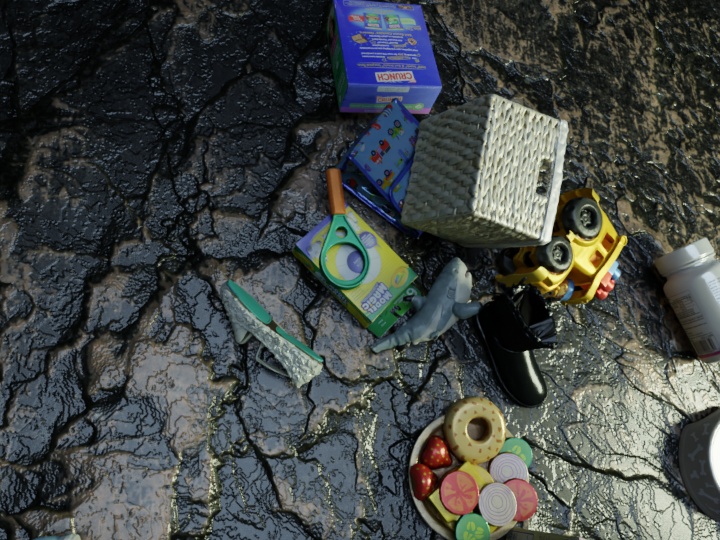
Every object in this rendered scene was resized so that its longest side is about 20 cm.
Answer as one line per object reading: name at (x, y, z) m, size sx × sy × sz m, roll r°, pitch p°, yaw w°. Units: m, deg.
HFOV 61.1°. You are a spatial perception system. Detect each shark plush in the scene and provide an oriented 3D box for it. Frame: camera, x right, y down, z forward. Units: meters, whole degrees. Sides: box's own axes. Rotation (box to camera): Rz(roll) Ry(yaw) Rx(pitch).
shark plush at (0.099, 0.067, 0.980) m, size 0.200 × 0.091 × 0.083 m, roll -34°, pitch 97°, yaw 2°

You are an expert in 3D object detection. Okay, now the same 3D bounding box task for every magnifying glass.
magnifying glass at (-0.032, -0.067, 0.963) m, size 0.079 × 0.022 × 0.201 m, roll -4°, pitch 72°, yaw -14°

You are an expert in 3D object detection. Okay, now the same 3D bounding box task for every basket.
basket at (0.189, -0.148, 0.961) m, size 0.160 × 0.200 × 0.199 m, roll 14°, pitch 83°, yaw -28°

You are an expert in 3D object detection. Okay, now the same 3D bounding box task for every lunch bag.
lunch bag at (0.074, -0.162, 1.044) m, size 0.200 × 0.094 × 0.151 m, roll 40°, pitch 66°, yaw -12°

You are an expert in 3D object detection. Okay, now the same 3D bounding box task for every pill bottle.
pill bottle at (0.613, 0.051, 1.077) m, size 0.113 × 0.113 × 0.201 m, roll -19°, pitch 78°, yaw -18°

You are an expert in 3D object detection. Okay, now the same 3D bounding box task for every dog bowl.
dog bowl at (0.640, 0.326, 1.025) m, size 0.199 × 0.059 × 0.201 m, roll 4°, pitch 71°, yaw -12°

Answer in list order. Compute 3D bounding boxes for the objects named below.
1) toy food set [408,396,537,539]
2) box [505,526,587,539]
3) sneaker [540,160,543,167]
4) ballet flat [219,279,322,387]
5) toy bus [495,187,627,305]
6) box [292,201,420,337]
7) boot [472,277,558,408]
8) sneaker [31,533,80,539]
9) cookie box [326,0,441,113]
toy food set at (0.171, 0.309, 0.920) m, size 0.200 × 0.049 × 0.198 m, roll -36°, pitch 82°, yaw -22°
box at (0.313, 0.433, 0.834) m, size 0.175 × 0.200 × 0.097 m, roll 21°, pitch 68°, yaw -6°
sneaker at (0.297, -0.197, 1.099) m, size 0.074 × 0.081 × 0.201 m, roll 18°, pitch 69°, yaw -7°
ballet flat at (-0.145, 0.100, 0.908) m, size 0.200 × 0.072 × 0.072 m, roll 41°, pitch 68°, yaw 2°
toy bus at (0.357, -0.008, 1.039) m, size 0.192 × 0.136 × 0.200 m, roll 46°, pitch 70°, yaw -13°
box at (0.000, 0.000, 0.983) m, size 0.200 × 0.048 × 0.117 m, roll 46°, pitch 68°, yaw 2°
boot at (0.255, 0.115, 0.944) m, size 0.073 × 0.162 × 0.199 m, roll -24°, pitch 79°, yaw -18°
sneaker at (-0.397, 0.429, 0.741) m, size 0.082 × 0.074 × 0.201 m, roll 1°, pitch 64°, yaw -4°
cookie box at (0.037, -0.381, 1.087) m, size 0.171 × 0.075 × 0.201 m, roll -2°, pitch 64°, yaw -14°
